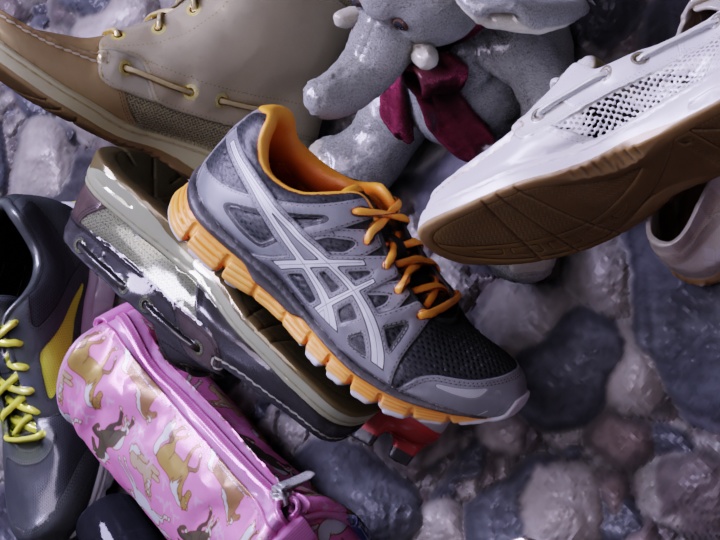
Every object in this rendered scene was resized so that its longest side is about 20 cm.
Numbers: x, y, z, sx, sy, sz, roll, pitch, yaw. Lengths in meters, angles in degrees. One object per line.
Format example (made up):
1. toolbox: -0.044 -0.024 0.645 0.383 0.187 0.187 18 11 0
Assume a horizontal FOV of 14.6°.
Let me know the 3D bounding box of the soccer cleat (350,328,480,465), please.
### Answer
1. soccer cleat: -0.024 0.024 1.432 0.200 0.069 0.085 29 86 37

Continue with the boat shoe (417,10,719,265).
1. boat shoe: 0.112 -0.064 1.284 0.199 0.071 0.070 -24 56 27

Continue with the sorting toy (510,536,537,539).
1. sorting toy: 0.016 0.251 1.323 0.198 0.069 0.201 -30 60 27

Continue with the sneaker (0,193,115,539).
1. sneaker: -0.183 0.052 1.530 0.074 0.084 0.201 -15 67 35

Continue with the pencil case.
1. pencil case: -0.079 0.100 1.436 0.200 0.083 0.087 43 106 39

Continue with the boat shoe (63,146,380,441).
1. boat shoe: -0.070 0.021 1.385 0.201 0.072 0.066 44 117 22

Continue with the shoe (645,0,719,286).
1. shoe: 0.180 -0.092 1.313 0.070 0.053 0.201 15 86 40

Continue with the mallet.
1. mallet: -0.173 0.153 1.422 0.066 0.199 0.041 48 122 30

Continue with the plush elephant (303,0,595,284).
1. plush elephant: 0.036 -0.112 1.364 0.165 0.155 0.201 35 99 39

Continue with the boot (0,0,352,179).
1. boot: -0.094 -0.135 1.458 0.156 0.199 0.073 -65 17 1

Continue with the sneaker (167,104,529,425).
1. sneaker: 0.000 0.000 1.330 0.200 0.078 0.077 36 114 11
